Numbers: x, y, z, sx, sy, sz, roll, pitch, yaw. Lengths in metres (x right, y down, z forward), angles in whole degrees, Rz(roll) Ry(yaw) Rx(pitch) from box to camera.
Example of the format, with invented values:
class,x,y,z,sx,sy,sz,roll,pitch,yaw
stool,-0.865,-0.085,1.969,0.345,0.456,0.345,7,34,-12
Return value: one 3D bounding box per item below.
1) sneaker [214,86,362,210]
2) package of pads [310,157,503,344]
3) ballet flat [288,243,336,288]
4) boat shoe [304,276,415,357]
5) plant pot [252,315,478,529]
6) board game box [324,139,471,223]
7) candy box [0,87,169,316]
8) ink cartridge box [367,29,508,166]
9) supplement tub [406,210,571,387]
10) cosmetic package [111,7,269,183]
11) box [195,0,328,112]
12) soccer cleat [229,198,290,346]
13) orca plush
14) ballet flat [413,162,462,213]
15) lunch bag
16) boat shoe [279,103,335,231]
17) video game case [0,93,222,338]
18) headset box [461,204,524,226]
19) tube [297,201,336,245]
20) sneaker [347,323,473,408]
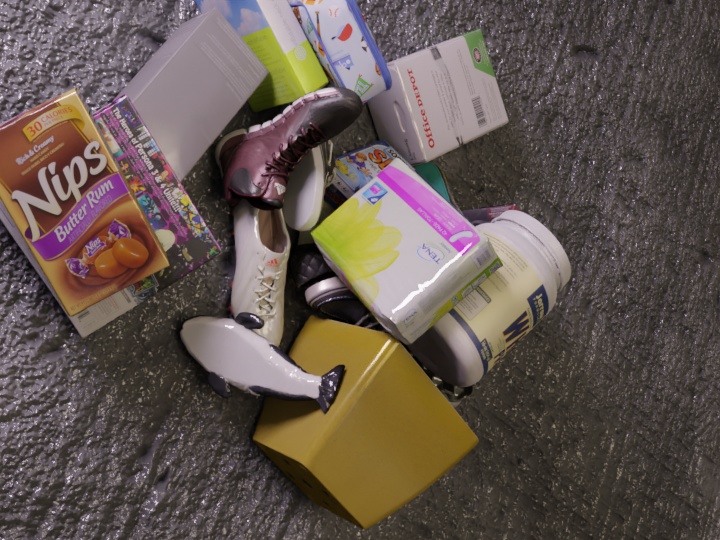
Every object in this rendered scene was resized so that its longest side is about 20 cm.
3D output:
class,x,y,z,sx,sy,sz,roll,pitch,yaw
sneaker,-0.080,-0.130,1.193,0.076,0.199,0.116,40,34,-49
package of pads,0.047,-0.024,1.196,0.154,0.200,0.068,-41,139,-4
ballet flat,0.000,0.000,1.322,0.199,0.066,0.057,2,74,-21
boat shoe,0.022,0.064,1.307,0.199,0.075,0.093,4,60,-38
plant pot,-0.013,0.198,1.255,0.177,0.200,0.200,-49,118,-19
board game box,0.046,-0.083,1.340,0.135,0.035,0.200,-27,64,-40
candy box,-0.292,-0.069,1.023,0.116,0.056,0.201,-28,108,-6
ink cartridge box,0.108,-0.247,1.452,0.199,0.084,0.147,-28,105,-39
supplement tub,0.153,0.032,1.264,0.200,0.145,0.145,-41,114,-19
cosmetic package,-0.209,-0.198,1.171,0.107,0.090,0.200,50,60,-26
box,-0.131,-0.297,1.220,0.048,0.122,0.201,-40,113,-31
soccer cleat,-0.120,0.004,1.237,0.069,0.077,0.202,-4,90,-41
orca plush,-0.113,0.100,1.199,0.071,0.199,0.106,-27,124,-76
ballet flat,0.115,-0.062,1.416,0.070,0.071,0.201,14,47,-40
lunch bag,-0.032,-0.281,1.267,0.075,0.200,0.161,-32,109,-4
boat shoe,-0.060,-0.136,1.279,0.063,0.070,0.201,23,53,-40
video game case,-0.275,-0.057,1.079,0.181,0.036,0.201,-32,110,-6
headset box,0.163,-0.004,1.440,0.075,0.148,0.201,37,65,-35
tube,0.002,-0.044,1.373,0.199,0.052,0.058,14,40,-35
sneaker,0.048,0.145,1.382,0.199,0.089,0.074,30,39,-11
